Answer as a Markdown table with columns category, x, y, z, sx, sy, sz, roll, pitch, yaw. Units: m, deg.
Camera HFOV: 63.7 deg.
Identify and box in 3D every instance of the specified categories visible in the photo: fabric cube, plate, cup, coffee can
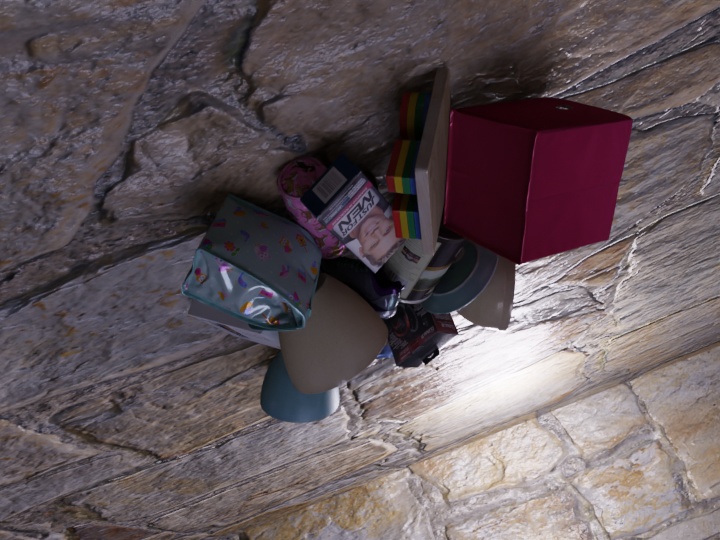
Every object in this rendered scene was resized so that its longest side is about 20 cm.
| category | x | y | z | sx | sy | sz | roll | pitch | yaw |
| --- | --- | --- | --- | --- | --- | --- | --- | --- | --- |
| fabric cube | 0.268 | -0.152 | 0.915 | 0.195 | 0.196 | 0.204 | -13 | 118 | -26 |
| plate | 0.192 | -0.002 | 1.194 | 0.199 | 0.202 | 0.025 | -36 | 123 | 24 |
| cup | -0.068 | 0.092 | 1.020 | 0.197 | 0.201 | 0.145 | -25 | 111 | 9 |
| coffee can | 0.115 | -0.054 | 1.103 | 0.143 | 0.149 | 0.201 | -4 | 146 | -25 |

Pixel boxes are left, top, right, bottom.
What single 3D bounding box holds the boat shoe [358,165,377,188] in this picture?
| category | x | y | z | sx | sy | sz | roll | pitch | yaw |
| --- | --- | --- | --- | --- | --- | --- | --- | --- | --- |
| boat shoe | 0.008 | -0.101 | 1.038 | 0.074 | 0.075 | 0.201 | -19 | 148 | -1 |

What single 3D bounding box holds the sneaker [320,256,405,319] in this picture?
| category | x | y | z | sx | sy | sz | roll | pitch | yaw |
| --- | --- | --- | --- | --- | --- | --- | --- | --- | --- |
| sneaker | 0.000 | 0.000 | 1.107 | 0.074 | 0.198 | 0.089 | -36 | 157 | -50 |

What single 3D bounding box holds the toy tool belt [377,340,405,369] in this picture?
| category | x | y | z | sx | sy | sz | roll | pitch | yaw |
| --- | --- | --- | --- | --- | --- | --- | --- | --- | --- |
| toy tool belt | 0.051 | 0.181 | 1.410 | 0.196 | 0.126 | 0.124 | 4 | 175 | -35 |

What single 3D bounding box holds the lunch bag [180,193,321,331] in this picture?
| category | x | y | z | sx | sy | sz | roll | pitch | yaw |
| --- | --- | --- | --- | --- | --- | --- | --- | --- | --- |
| lunch bag | -0.160 | -0.004 | 0.930 | 0.197 | 0.172 | 0.123 | 26 | 127 | -13 |

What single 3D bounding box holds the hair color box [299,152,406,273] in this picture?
| category | x | y | z | sx | sy | sz | roll | pitch | yaw |
| --- | --- | --- | --- | --- | --- | --- | --- | --- | --- |
| hair color box | -0.001 | -0.086 | 0.936 | 0.100 | 0.061 | 0.200 | -45 | 143 | 3 |

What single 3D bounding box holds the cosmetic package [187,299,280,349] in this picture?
| category | x | y | z | sx | sy | sz | roll | pitch | yaw |
| --- | --- | --- | --- | --- | --- | --- | --- | --- | --- |
| cosmetic package | -0.218 | 0.105 | 1.141 | 0.196 | 0.053 | 0.150 | 10 | 165 | 32 |

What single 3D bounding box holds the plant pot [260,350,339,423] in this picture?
| category | x | y | z | sx | sy | sz | roll | pitch | yaw |
| --- | --- | --- | --- | --- | --- | --- | --- | --- | --- |
| plant pot | -0.147 | 0.256 | 1.411 | 0.196 | 0.200 | 0.138 | -5 | 110 | -22 |

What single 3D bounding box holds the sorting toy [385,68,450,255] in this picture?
| category | x | y | z | sx | sy | sz | roll | pitch | yaw |
| --- | --- | --- | --- | --- | --- | --- | --- | --- | --- |
| sorting toy | 0.093 | -0.166 | 0.897 | 0.068 | 0.202 | 0.201 | 7 | 150 | 14 |

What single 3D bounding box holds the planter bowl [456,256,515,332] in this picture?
| category | x | y | z | sx | sy | sz | roll | pitch | yaw |
| --- | --- | --- | --- | --- | --- | --- | --- | --- | --- |
| planter bowl | 0.263 | 0.030 | 1.295 | 0.131 | 0.204 | 0.202 | 4 | 149 | 6 |

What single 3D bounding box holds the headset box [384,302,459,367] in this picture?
| category | x | y | z | sx | sy | sz | roll | pitch | yaw |
| --- | --- | --- | --- | --- | --- | --- | --- | --- | --- |
| headset box | 0.125 | 0.112 | 1.305 | 0.074 | 0.203 | 0.149 | 11 | 137 | -38 |

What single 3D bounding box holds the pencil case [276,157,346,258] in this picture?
| category | x | y | z | sx | sy | sz | roll | pitch | yaw |
| --- | --- | --- | --- | --- | --- | --- | --- | --- | --- |
| pencil case | -0.074 | -0.100 | 0.989 | 0.083 | 0.086 | 0.201 | -48 | 152 | -16 |
